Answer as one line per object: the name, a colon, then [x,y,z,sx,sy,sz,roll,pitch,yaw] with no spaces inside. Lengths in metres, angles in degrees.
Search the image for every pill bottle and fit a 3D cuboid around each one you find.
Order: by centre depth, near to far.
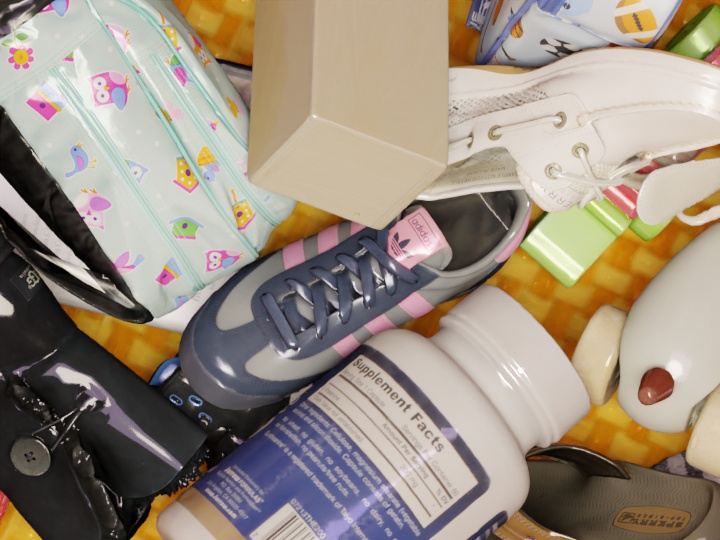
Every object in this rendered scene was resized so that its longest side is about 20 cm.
pill bottle: [0.010,0.099,1.346,0.200,0.111,0.111,-39,94,-11]

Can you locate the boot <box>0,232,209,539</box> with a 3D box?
boot: [-0.190,0.093,1.379,0.200,0.076,0.168,-40,96,21]

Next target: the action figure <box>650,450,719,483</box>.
action figure: [0.240,0.059,1.443,0.193,0.105,0.200,-8,66,-7]

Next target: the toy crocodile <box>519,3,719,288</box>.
toy crocodile: [0.161,-0.074,1.427,0.200,0.062,0.068,-44,94,2]

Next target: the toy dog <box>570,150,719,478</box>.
toy dog: [0.167,0.000,1.349,0.132,0.096,0.201,5,91,10]

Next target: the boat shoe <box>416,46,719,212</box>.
boat shoe: [0.099,-0.059,1.312,0.071,0.200,0.069,30,67,-40]

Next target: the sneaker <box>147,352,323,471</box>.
sneaker: [-0.068,0.105,1.424,0.112,0.073,0.200,19,84,-14]

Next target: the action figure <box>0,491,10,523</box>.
action figure: [-0.227,0.141,1.443,0.065,0.052,0.200,30,91,2]

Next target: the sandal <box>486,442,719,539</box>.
sandal: [0.096,0.119,1.393,0.055,0.200,0.082,52,56,-32]

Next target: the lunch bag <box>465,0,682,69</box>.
lunch bag: [0.118,-0.169,1.350,0.075,0.200,0.161,20,77,-9]

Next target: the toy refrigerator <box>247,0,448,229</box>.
toy refrigerator: [-0.006,-0.125,1.357,0.076,0.070,0.200,19,52,-25]

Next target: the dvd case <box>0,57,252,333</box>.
dvd case: [-0.148,-0.054,1.443,0.200,0.018,0.143,14,95,-2]

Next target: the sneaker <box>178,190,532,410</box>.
sneaker: [0.000,0.000,1.378,0.200,0.082,0.070,-30,82,-30]

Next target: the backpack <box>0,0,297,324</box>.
backpack: [-0.125,-0.073,1.358,0.126,0.167,0.200,-34,105,6]
